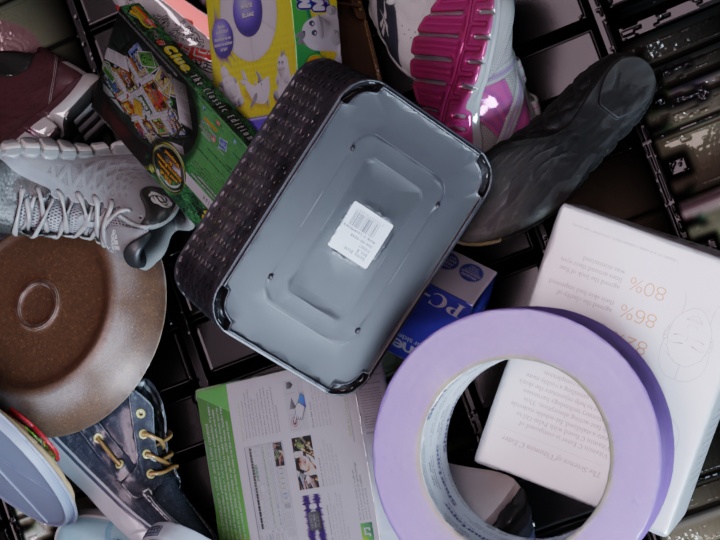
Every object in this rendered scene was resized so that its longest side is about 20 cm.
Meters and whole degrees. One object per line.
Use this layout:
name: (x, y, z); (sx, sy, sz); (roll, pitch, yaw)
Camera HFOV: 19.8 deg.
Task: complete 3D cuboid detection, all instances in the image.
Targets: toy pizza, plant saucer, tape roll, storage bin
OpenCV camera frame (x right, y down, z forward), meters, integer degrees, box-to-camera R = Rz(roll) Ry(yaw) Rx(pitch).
toy pizza: (-0.294, 0.125, 1.621); (0.200, 0.200, 0.032); (36, 67, 13)
plant saucer: (-0.248, 0.031, 1.637); (0.200, 0.037, 0.201); (-7, 73, 25)
tape roll: (0.114, 0.125, 1.424); (0.199, 0.085, 0.201); (0, 91, 15)
storage bin: (-0.020, -0.031, 1.442); (0.135, 0.094, 0.200); (32, 92, -27)

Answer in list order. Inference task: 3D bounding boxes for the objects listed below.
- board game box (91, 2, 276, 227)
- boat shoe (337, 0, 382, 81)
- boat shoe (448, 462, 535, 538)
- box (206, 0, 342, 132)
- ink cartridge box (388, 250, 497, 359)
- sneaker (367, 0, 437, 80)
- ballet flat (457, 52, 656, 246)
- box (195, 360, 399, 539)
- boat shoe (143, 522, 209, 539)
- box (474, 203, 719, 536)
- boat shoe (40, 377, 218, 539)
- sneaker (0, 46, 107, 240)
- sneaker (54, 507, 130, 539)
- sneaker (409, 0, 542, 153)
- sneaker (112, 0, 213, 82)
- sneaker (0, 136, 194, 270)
board game box: (-0.130, -0.100, 1.554); (0.200, 0.023, 0.105); (48, 134, 24)
boat shoe: (-0.035, -0.204, 1.570); (0.072, 0.068, 0.201); (-20, 82, -28)
boat shoe: (0.051, 0.186, 1.566); (0.200, 0.093, 0.075); (18, 54, 42)
box: (-0.066, -0.202, 1.518); (0.117, 0.048, 0.201); (-4, 89, 54)
ink cartridge box: (0.000, 0.000, 1.566); (0.200, 0.044, 0.094); (27, 139, 14)
sneaker: (0.025, -0.241, 1.532); (0.079, 0.130, 0.200); (-3, 91, 17)
ballet flat: (0.140, -0.084, 1.504); (0.200, 0.057, 0.066); (-40, 89, -12)
box: (-0.046, 0.145, 1.557); (0.200, 0.036, 0.145); (-15, 83, 48)
boat shoe: (-0.089, 0.275, 1.561); (0.200, 0.071, 0.091); (29, 62, -14)
box: (0.192, 0.069, 1.502); (0.152, 0.106, 0.201); (21, 97, 14)
boat shoe: (-0.172, 0.150, 1.631); (0.200, 0.071, 0.091); (39, 100, 13)
sneaker: (-0.300, -0.102, 1.649); (0.115, 0.076, 0.200); (37, 71, 25)
sneaker: (-0.166, 0.256, 1.626); (0.200, 0.082, 0.074); (32, 99, 13)
sneaker: (0.091, -0.123, 1.537); (0.081, 0.088, 0.201); (27, 116, 48)
sneaker: (-0.157, -0.165, 1.621); (0.201, 0.067, 0.108); (35, 98, 10)
sneaker: (-0.213, -0.044, 1.567); (0.116, 0.200, 0.075); (52, 140, 38)
